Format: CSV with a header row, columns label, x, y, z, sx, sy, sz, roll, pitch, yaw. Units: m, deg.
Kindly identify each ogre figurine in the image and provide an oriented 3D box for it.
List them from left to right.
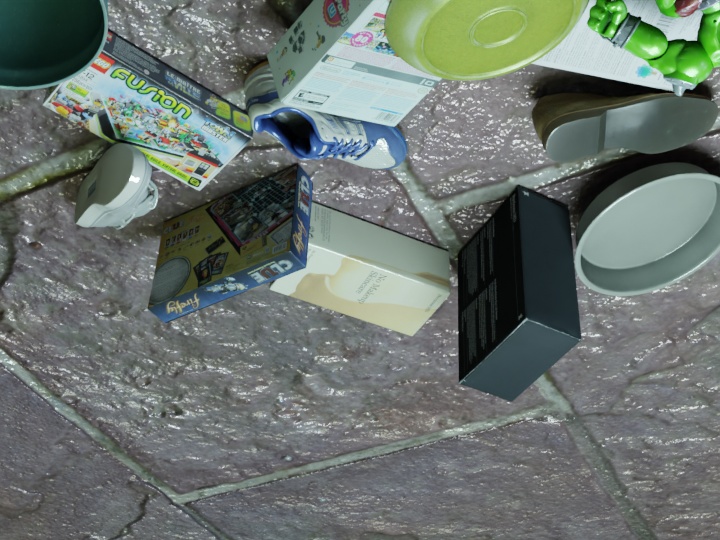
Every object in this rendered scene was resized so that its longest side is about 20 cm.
label,x,y,z,sx,sy,sz,roll,pitch,yaw
ogre figurine,0.319,-0.244,1.063,0.200,0.098,0.120,-33,96,-8

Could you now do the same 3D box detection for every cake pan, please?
label,x,y,z,sx,sy,sz,roll,pitch,yaw
cake pan,0.336,-0.049,1.346,0.200,0.037,0.200,-10,140,-9

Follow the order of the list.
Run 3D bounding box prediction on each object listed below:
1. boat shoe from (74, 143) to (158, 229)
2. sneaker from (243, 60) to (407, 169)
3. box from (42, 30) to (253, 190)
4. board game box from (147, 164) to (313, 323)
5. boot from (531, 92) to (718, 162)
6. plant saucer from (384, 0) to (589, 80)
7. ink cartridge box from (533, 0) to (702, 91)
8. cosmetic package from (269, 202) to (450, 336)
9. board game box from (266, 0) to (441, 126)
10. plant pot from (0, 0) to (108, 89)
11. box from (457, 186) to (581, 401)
label,x,y,z,sx,sy,sz,roll,pitch,yaw
boat shoe,-0.264,-0.085,1.310,0.068,0.072,0.200,11,157,-27
sneaker,-0.039,-0.142,1.249,0.200,0.088,0.075,22,134,-24
box,-0.226,-0.172,1.262,0.200,0.035,0.110,29,133,-27
board game box,-0.149,-0.030,1.347,0.200,0.136,0.035,-20,135,25
boot,0.277,-0.167,1.231,0.200,0.076,0.074,-7,130,-12
plant saucer,0.122,-0.231,1.066,0.200,0.031,0.200,-11,154,-6
ink cartridge box,0.244,-0.247,1.150,0.200,0.042,0.119,7,138,-11
cosmetic package,0.000,0.000,1.424,0.200,0.071,0.105,18,137,-18
board game box,0.027,-0.231,1.125,0.147,0.064,0.200,5,147,-39
plant pot,-0.320,-0.281,1.057,0.200,0.134,0.200,1,145,1
box,0.179,0.027,1.348,0.079,0.200,0.141,19,137,-17
